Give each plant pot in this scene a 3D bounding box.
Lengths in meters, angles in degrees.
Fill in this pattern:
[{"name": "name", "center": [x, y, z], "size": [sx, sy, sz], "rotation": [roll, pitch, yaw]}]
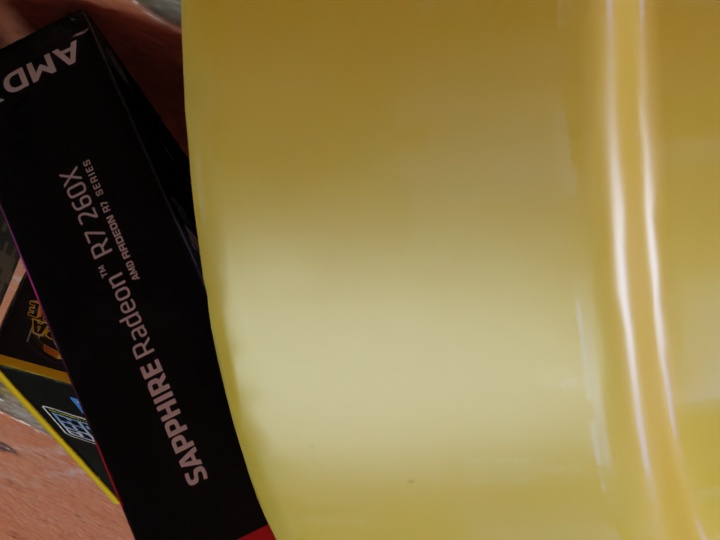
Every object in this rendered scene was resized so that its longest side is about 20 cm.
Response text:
[{"name": "plant pot", "center": [0.087, -0.041, 0.488], "size": [0.188, 0.202, 0.201], "rotation": [0, 156, 15]}]

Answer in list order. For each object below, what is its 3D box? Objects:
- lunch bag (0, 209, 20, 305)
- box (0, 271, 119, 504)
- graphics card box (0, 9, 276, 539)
[{"name": "lunch bag", "center": [-0.215, -0.033, 0.880], "size": [0.199, 0.140, 0.168], "rotation": [18, 168, 22]}, {"name": "box", "center": [-0.025, 0.068, 1.115], "size": [0.199, 0.050, 0.160], "rotation": [14, 159, 20]}, {"name": "graphics card box", "center": [-0.048, 0.035, 0.850], "size": [0.051, 0.201, 0.126], "rotation": [-26, 152, 4]}]
